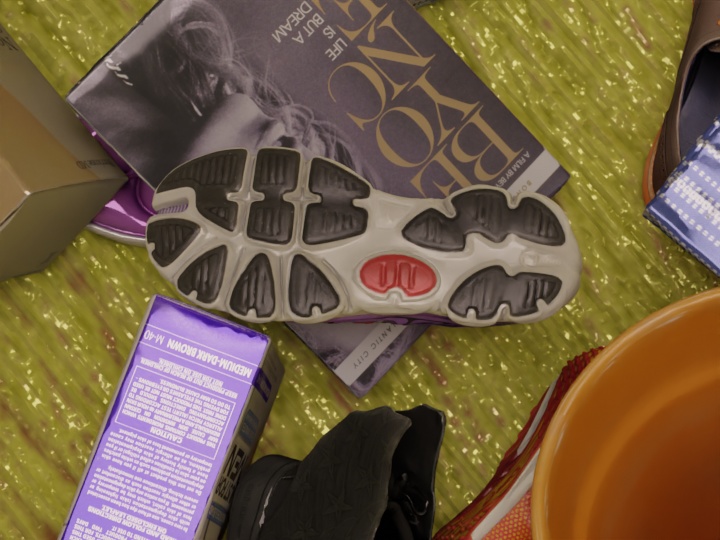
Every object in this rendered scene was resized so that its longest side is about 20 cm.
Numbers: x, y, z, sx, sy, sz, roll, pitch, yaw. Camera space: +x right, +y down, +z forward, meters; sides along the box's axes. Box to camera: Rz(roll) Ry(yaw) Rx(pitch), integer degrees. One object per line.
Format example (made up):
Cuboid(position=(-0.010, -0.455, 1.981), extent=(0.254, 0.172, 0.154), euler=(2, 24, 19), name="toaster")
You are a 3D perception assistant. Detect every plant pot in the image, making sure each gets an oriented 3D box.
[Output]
Cuboid(position=(0.185, 0.134, 1.073), extent=(0.199, 0.184, 0.201), euler=(-6, 61, 11), name="plant pot")

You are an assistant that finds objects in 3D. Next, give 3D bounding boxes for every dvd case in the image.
Cuboid(position=(-0.018, -0.062, 1.161), extent=(0.149, 0.016, 0.200), euler=(-46, 103, -5), name="dvd case")

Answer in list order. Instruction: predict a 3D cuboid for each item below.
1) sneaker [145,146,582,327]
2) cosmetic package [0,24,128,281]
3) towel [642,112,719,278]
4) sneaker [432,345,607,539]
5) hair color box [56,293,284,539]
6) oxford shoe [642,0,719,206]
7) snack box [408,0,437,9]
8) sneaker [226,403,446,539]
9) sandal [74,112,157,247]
Cuboid(position=(0.000, 0.000, 1.128), extent=(0.198, 0.083, 0.081), euler=(10, 74, 2), name="sneaker")
Cuboid(position=(-0.212, -0.090, 1.159), extent=(0.071, 0.105, 0.200), euler=(-44, 81, 20), name="cosmetic package")
Cuboid(position=(0.243, -0.057, 1.126), extent=(0.145, 0.024, 0.200), euler=(39, 83, 12), name="towel")
Cuboid(position=(0.080, 0.129, 1.150), extent=(0.077, 0.073, 0.200), euler=(41, 88, -9), name="sneaker")
Cuboid(position=(-0.098, 0.120, 1.131), extent=(0.064, 0.109, 0.201), euler=(21, 82, 5), name="hair color box")
Cuboid(position=(0.190, -0.114, 1.184), extent=(0.071, 0.073, 0.201), euler=(15, 81, 4), name="oxford shoe")
Cuboid(position=(-0.003, -0.195, 1.204), extent=(0.199, 0.053, 0.143), euler=(-22, 80, -9), name="snack box")
Cuboid(position=(-0.014, 0.156, 1.113), extent=(0.104, 0.060, 0.201), euler=(7, 93, 42), name="sneaker")
Cuboid(position=(-0.053, -0.051, 1.189), extent=(0.201, 0.050, 0.083), euler=(4, 81, 1), name="sandal")
